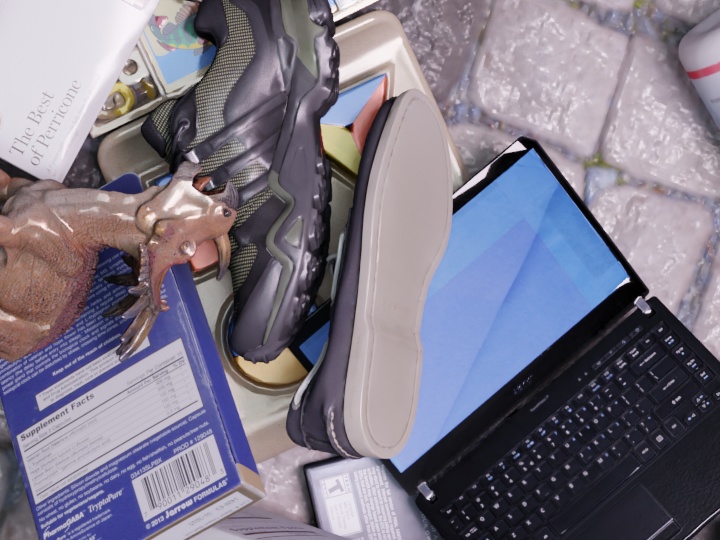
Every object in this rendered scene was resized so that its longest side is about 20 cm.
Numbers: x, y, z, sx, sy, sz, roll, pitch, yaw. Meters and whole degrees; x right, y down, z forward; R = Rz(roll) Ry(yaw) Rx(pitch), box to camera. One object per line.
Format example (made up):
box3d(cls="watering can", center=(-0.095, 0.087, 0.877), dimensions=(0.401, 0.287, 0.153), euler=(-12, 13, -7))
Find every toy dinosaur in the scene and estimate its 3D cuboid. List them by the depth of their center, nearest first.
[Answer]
box3d(cls="toy dinosaur", center=(-0.166, 0.005, 1.313), dimensions=(0.135, 0.200, 0.086), euler=(38, 44, -20))

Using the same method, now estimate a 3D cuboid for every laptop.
box3d(cls="laptop", center=(0.094, 0.065, 1.348), dimensions=(0.177, 0.103, 0.200), euler=(-40, 54, -2))

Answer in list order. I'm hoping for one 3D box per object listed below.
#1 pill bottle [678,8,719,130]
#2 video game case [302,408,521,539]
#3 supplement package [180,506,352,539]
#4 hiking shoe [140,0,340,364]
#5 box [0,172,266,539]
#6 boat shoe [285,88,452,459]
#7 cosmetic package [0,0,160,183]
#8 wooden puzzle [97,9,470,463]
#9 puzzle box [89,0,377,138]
box3d(cls="pill bottle", center=(0.266, -0.064, 1.395), dimensions=(0.108, 0.109, 0.201), euler=(-31, 97, -4))
box3d(cls="video game case", center=(0.080, 0.154, 1.430), dimensions=(0.198, 0.019, 0.144), euler=(-14, 96, -7))
box3d(cls="supplement package", center=(-0.031, 0.195, 1.323), dimensions=(0.199, 0.109, 0.115), euler=(16, 93, 33))
box3d(cls="hiking shoe", center=(-0.065, -0.052, 1.341), dimensions=(0.100, 0.076, 0.202), euler=(4, 82, 6))
box3d(cls="box", center=(-0.132, 0.058, 1.337), dimensions=(0.121, 0.032, 0.201), euler=(-30, 60, 15))
box3d(cls="boat shoe", center=(0.000, 0.000, 1.328), dimensions=(0.073, 0.062, 0.202), euler=(32, 61, -49))
box3d(cls="cosmetic package", center=(-0.147, -0.150, 1.340), dimensions=(0.082, 0.051, 0.201), euler=(28, 90, -7))
box3d(cls="wooden puzzle", center=(-0.023, -0.017, 1.392), dimensions=(0.184, 0.046, 0.201), euler=(-25, 97, -5))
box3d(cls="puzzle box", center=(-0.086, -0.174, 1.385), dimensions=(0.199, 0.025, 0.134), euler=(-27, 96, -5))
